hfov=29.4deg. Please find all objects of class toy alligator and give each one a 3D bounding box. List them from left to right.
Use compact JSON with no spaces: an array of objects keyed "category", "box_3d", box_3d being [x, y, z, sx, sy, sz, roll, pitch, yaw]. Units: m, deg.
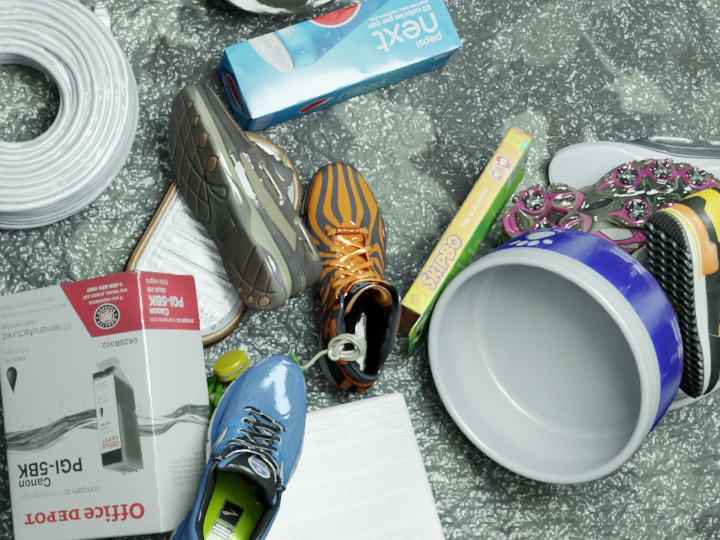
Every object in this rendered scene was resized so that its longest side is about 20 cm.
[{"category":"toy alligator","box_3d":[-0.089,0.099,1.103,0.200,0.054,0.059,-20,114,20]}]

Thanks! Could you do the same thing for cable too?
[{"category":"cable","box_3d":[-0.283,-0.137,1.137,0.200,0.069,0.200,-19,86,-13]}]

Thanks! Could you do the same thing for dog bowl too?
[{"category":"dog bowl","box_3d":[0.159,0.069,1.128,0.079,0.200,0.200,-33,89,-49]}]

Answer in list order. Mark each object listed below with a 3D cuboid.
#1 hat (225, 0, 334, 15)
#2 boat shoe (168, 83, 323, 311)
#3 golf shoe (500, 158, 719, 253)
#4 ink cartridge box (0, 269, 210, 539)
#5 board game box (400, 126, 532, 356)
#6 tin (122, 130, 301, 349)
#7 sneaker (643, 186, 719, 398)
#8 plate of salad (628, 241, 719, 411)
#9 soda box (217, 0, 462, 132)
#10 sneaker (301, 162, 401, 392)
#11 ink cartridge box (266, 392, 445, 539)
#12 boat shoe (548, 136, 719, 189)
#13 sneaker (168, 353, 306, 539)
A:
[{"category":"hat","box_3d":[-0.080,-0.317,1.200,0.200,0.081,0.201,0,91,-11]},{"category":"boat shoe","box_3d":[-0.095,-0.063,1.137,0.073,0.074,0.200,-18,81,-39]},{"category":"golf shoe","box_3d":[0.220,-0.044,1.206,0.200,0.092,0.073,-9,64,0]},{"category":"ink cartridge box","box_3d":[-0.200,0.110,1.079,0.147,0.083,0.200,-11,82,24]},{"category":"board game box","box_3d":[0.086,-0.022,1.181,0.030,0.096,0.200,28,76,9]},{"category":"tin","box_3d":[-0.125,-0.026,1.171,0.112,0.042,0.200,29,77,-10]},{"category":"sneaker","box_3d":[0.288,0.019,1.120,0.090,0.070,0.200,-28,131,-16]},{"category":"plate of salad","box_3d":[0.278,0.038,1.201,0.200,0.048,0.200,-11,124,-16]},{"category":"soda box","box_3d":[-0.019,-0.186,1.201,0.200,0.064,0.068,-21,87,-14]},{"category":"sneaker","box_3d":[0.000,0.000,1.152,0.077,0.112,0.200,-7,83,-12]},{"category":"ink cartridge box","box_3d":[-0.018,0.209,1.086,0.161,0.050,0.200,-10,75,-21]},{"category":"boat shoe","box_3d":[0.272,-0.091,1.244,0.200,0.068,0.072,3,121,9]},{"category":"sneaker","box_3d":[-0.078,0.147,1.010,0.078,0.089,0.200,25,57,-12]}]
